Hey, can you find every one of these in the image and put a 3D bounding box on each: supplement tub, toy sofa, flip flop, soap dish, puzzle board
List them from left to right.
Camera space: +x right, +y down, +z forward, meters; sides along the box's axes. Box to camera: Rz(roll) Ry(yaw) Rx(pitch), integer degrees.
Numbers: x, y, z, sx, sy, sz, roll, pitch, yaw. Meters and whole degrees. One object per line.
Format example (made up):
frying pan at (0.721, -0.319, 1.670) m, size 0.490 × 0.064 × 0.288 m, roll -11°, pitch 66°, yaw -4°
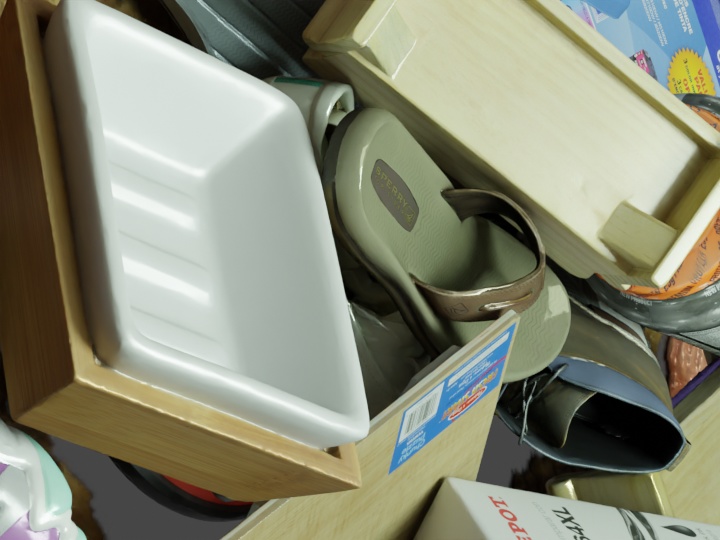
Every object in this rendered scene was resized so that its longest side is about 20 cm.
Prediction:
soap dish at (-0.083, -0.005, 1.106) m, size 0.157 × 0.081 × 0.200 m, roll 24°, pitch 40°, yaw -41°
puzzle board at (-0.007, 0.114, 1.209) m, size 0.200 × 0.017 × 0.151 m, roll -37°, pitch 153°, yaw -35°
flip flop at (0.050, -0.010, 1.222) m, size 0.200 × 0.058 × 0.081 m, roll 47°, pitch 48°, yaw -47°
toy sofa at (0.074, -0.080, 1.238) m, size 0.200 × 0.098 × 0.083 m, roll 38°, pitch 81°, yaw -15°
toy sofa at (0.173, 0.110, 1.460) m, size 0.200 × 0.098 × 0.083 m, roll -35°, pitch 111°, yaw -49°
supplement tub at (0.182, -0.022, 1.382) m, size 0.200 × 0.122 × 0.123 m, roll 21°, pitch 64°, yaw -65°

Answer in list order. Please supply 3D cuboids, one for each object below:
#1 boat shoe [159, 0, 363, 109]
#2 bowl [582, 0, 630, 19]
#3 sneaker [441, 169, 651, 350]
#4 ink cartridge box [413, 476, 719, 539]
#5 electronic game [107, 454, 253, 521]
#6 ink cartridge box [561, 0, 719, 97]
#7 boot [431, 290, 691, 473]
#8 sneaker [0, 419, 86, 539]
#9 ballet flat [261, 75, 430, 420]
boat shoe at (-0.064, -0.142, 1.260) m, size 0.200 × 0.072 × 0.062 m, roll 47°, pitch 12°, yaw -34°
bowl at (0.062, -0.201, 1.348) m, size 0.201 × 0.201 × 0.039 m, roll 26°, pitch 105°, yaw -46°
sneaker at (0.090, 0.007, 1.420) m, size 0.079 × 0.074 × 0.200 m, roll -49°, pitch 119°, yaw -39°
ink cartridge box at (0.131, 0.182, 1.257) m, size 0.200 × 0.146 × 0.084 m, roll 12°, pitch 114°, yaw -30°
electronic game at (-0.070, 0.017, 1.239) m, size 0.200 × 0.042 × 0.200 m, roll 18°, pitch 67°, yaw -49°
ink cartridge box at (0.144, -0.119, 1.517) m, size 0.200 × 0.076 × 0.137 m, roll -33°, pitch 107°, yaw -52°
boot at (0.080, 0.039, 1.338) m, size 0.200 × 0.097 × 0.075 m, roll 22°, pitch 106°, yaw -23°
sneaker at (-0.196, 0.082, 1.045) m, size 0.140 × 0.078 × 0.200 m, roll -30°, pitch 95°, yaw -49°
ballet flat at (0.000, 0.000, 1.255) m, size 0.069 × 0.069 × 0.200 m, roll -41°, pitch 116°, yaw -48°
